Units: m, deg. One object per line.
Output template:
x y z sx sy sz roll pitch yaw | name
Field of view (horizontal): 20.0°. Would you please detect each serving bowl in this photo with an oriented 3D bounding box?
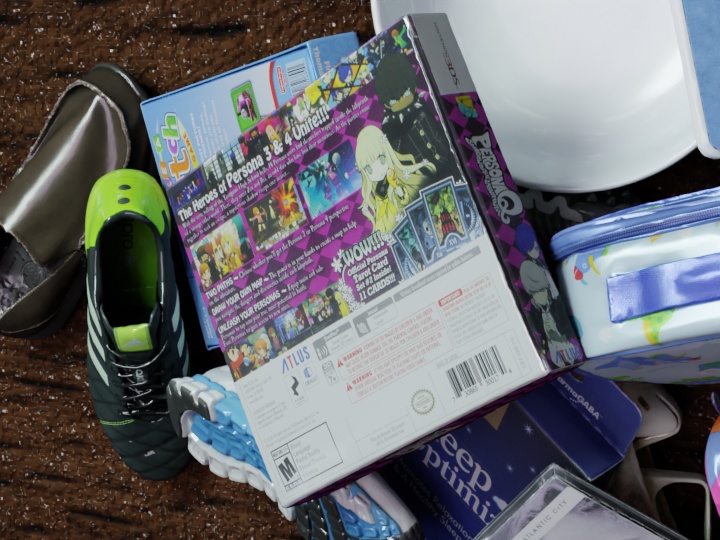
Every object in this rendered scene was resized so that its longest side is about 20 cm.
0.107 -0.143 1.019 0.198 0.066 0.202 2 100 13 | serving bowl

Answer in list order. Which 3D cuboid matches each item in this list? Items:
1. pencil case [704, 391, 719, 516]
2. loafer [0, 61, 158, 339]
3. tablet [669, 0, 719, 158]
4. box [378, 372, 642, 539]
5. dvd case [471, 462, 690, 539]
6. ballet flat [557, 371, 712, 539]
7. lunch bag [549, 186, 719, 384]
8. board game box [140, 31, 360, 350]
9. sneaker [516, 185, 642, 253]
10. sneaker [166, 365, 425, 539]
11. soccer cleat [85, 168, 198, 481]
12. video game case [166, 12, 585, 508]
0.256 0.083 0.962 0.199 0.088 0.089 -15 93 44 | pencil case
-0.184 -0.033 1.232 0.073 0.071 0.201 37 118 19 | loafer
0.201 -0.163 0.957 0.129 0.014 0.202 -13 97 -9 | tablet
0.072 0.101 1.079 0.121 0.032 0.201 46 143 24 | box
0.132 0.191 1.056 0.199 0.016 0.149 31 122 -19 | dvd case
0.149 0.099 1.073 0.062 0.067 0.201 -13 102 16 | ballet flat
0.198 0.003 0.951 0.199 0.160 0.083 -13 79 35 | lunch bag
-0.047 -0.038 1.122 0.199 0.036 0.152 -9 97 57 | board game box
0.063 -0.018 1.091 0.199 0.066 0.091 10 109 33 | sneaker
-0.022 0.093 1.136 0.200 0.086 0.075 33 143 42 | sneaker
-0.132 0.041 1.195 0.067 0.081 0.202 -5 112 -1 | soccer cleat
0.000 0.000 1.000 0.200 0.036 0.182 -32 75 42 | video game case
